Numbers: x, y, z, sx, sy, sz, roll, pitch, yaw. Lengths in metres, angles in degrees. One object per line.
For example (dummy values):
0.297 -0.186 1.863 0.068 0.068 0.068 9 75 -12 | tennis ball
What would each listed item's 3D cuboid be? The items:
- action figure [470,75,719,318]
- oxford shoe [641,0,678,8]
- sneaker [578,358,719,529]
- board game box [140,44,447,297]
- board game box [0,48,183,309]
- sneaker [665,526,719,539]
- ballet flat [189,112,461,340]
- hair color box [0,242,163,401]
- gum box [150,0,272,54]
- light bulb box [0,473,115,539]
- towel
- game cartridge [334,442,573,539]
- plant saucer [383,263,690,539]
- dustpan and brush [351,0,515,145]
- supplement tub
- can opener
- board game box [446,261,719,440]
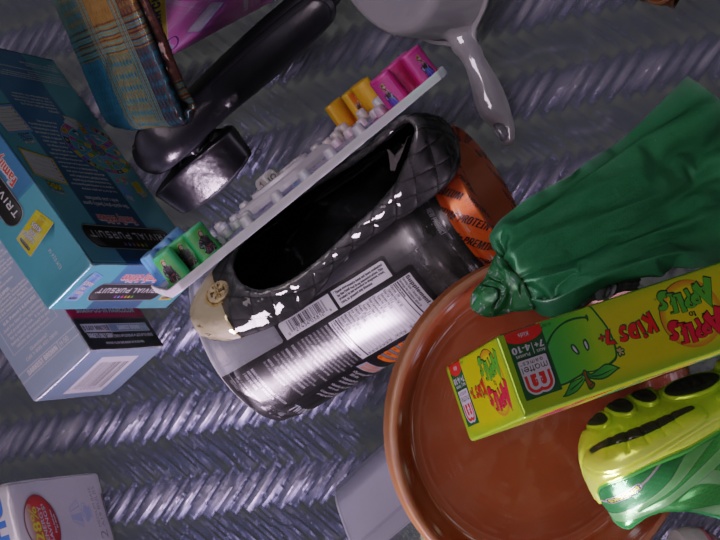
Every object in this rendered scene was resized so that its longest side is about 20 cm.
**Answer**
0.146 -0.024 1.016 0.199 0.055 0.119 -26 72 -22 | action figure
0.166 -0.195 1.063 0.198 0.071 0.072 -2 97 23 | oxford shoe
0.228 0.098 1.024 0.198 0.074 0.084 -15 121 3 | sneaker
-0.049 -0.058 1.049 0.200 0.200 0.026 -39 96 -7 | board game box
-0.210 -0.064 1.172 0.047 0.151 0.201 -42 74 17 | board game box
0.255 0.235 1.018 0.076 0.104 0.201 104 151 -46 | sneaker
-0.028 -0.029 1.015 0.199 0.057 0.067 -38 56 15 | ballet flat
-0.232 -0.008 1.208 0.061 0.099 0.201 -40 74 17 | hair color box
-0.110 -0.218 1.102 0.113 0.200 0.066 -31 74 -15 | gum box
-0.263 0.266 1.201 0.199 0.125 0.200 -22 80 20 | light bulb box
-0.157 -0.158 1.089 0.022 0.200 0.148 -26 102 -17 | towel
0.076 0.189 1.109 0.133 0.041 0.201 -44 73 20 | game cartridge
0.107 0.091 1.045 0.198 0.032 0.203 0 91 -18 | plant saucer
0.049 -0.172 1.109 0.139 0.057 0.202 -27 77 51 | dustpan and brush
0.000 0.000 1.097 0.199 0.122 0.123 -31 77 18 | supplement tub
-0.084 -0.127 1.169 0.078 0.064 0.200 34 116 -24 | can opener
0.158 0.039 0.986 0.198 0.102 0.048 -17 83 -16 | board game box
